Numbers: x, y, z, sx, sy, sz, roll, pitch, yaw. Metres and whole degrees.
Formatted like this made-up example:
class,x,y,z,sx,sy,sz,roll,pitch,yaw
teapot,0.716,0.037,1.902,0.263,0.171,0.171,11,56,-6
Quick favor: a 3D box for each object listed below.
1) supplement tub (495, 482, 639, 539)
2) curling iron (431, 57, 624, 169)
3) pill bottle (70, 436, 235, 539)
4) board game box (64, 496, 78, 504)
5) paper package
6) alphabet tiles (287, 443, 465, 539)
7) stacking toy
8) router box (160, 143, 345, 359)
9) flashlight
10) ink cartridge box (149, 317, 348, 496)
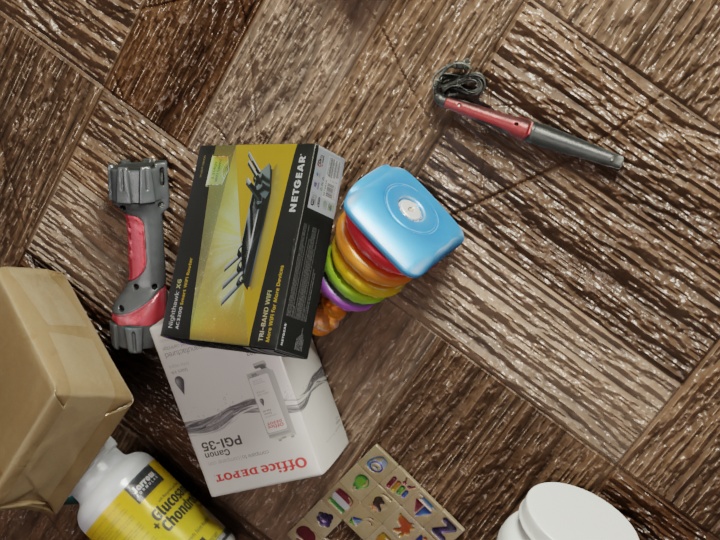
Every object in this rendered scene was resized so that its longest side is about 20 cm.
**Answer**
class,x,y,z,sx,sy,sz,roll,pitch,yaw
supplement tub,0.184,0.330,1.300,0.139,0.140,0.202,26,114,10
curling iron,0.156,-0.142,1.219,0.199,0.026,0.050,28,118,9
pill bottle,-0.245,0.277,1.455,0.200,0.112,0.112,43,116,2
board game box,-0.413,0.217,1.543,0.198,0.028,0.137,-9,104,22
paper package,-0.363,0.131,1.403,0.191,0.103,0.200,-54,52,21
alphabet tiles,0.038,0.310,1.422,0.200,0.008,0.167,44,116,2
stacking toy,0.000,0.000,1.294,0.110,0.116,0.200,45,130,7
router box,-0.106,-0.022,1.267,0.156,0.052,0.202,2,78,38
flashlight,-0.241,-0.016,1.384,0.067,0.067,0.202,11,111,36
ink cartridge box,-0.116,0.125,1.374,0.145,0.083,0.202,-15,101,23
